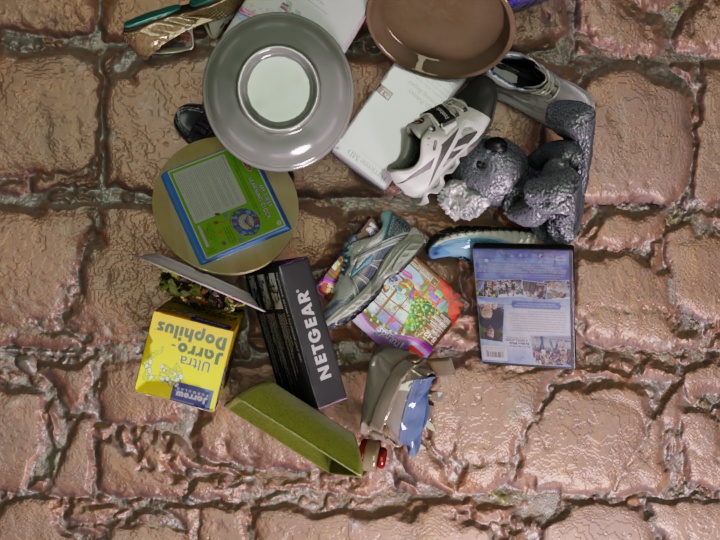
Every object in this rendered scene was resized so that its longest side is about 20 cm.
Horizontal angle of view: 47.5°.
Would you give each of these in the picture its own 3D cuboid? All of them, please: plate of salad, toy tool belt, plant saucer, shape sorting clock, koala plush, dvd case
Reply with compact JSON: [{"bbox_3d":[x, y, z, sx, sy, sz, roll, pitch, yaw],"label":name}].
[{"bbox_3d":[-0.224,0.026,1.119,0.197,0.200,0.049,24,84,-5],"label":"plate of salad"},{"bbox_3d":[0.065,0.209,1.175,0.121,0.125,0.204,11,107,10],"label":"toy tool belt"},{"bbox_3d":[0.105,-0.328,1.064,0.197,0.201,0.030,17,63,-5],"label":"plant saucer"},{"bbox_3d":[-0.104,-0.229,1.041,0.196,0.050,0.204,0,95,-5],"label":"plant saucer"},{"bbox_3d":[-0.091,0.218,1.156,0.198,0.200,0.048,33,72,-6],"label":"plant saucer"},{"bbox_3d":[-0.182,-0.089,1.111,0.196,0.039,0.204,3,71,-8],"label":"shape sorting clock"},{"bbox_3d":[0.216,-0.129,1.153,0.197,0.185,0.179,10,60,19],"label":"koala plush"},{"bbox_3d":[0.238,0.053,1.181,0.140,0.018,0.203,2,120,19],"label":"dvd case"}]

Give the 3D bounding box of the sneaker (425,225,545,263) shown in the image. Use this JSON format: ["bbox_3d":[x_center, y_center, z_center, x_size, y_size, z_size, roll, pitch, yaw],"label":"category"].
[{"bbox_3d":[0.194,-0.018,1.211,0.196,0.078,0.092,3,97,-4],"label":"sneaker"}]

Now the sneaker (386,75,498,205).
[{"bbox_3d":[0.111,-0.193,1.125,0.088,0.074,0.201,33,92,-38],"label":"sneaker"}]

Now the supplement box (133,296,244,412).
[{"bbox_3d":[-0.229,0.107,1.125,0.107,0.200,0.111,14,93,-6],"label":"supplement box"}]

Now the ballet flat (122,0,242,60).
[{"bbox_3d":[-0.239,-0.356,1.169,0.197,0.071,0.066,-21,123,0],"label":"ballet flat"}]

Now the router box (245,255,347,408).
[{"bbox_3d":[-0.094,0.087,1.157,0.050,0.149,0.203,-18,96,-25],"label":"router box"}]

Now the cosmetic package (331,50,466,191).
[{"bbox_3d":[0.053,-0.224,1.187,0.101,0.074,0.201,35,90,-5],"label":"cosmetic package"}]

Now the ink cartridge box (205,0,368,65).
[{"bbox_3d":[-0.099,-0.316,1.132,0.144,0.145,0.201,34,92,-7],"label":"ink cartridge box"}]

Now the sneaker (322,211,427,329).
[{"bbox_3d":[0.000,0.000,1.168,0.086,0.078,0.200,45,83,6],"label":"sneaker"}]

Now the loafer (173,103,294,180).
[{"bbox_3d":[-0.181,-0.179,1.176,0.198,0.063,0.073,33,90,-6],"label":"loafer"}]

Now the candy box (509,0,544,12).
[{"bbox_3d":[0.234,-0.415,1.122,0.167,0.200,0.078,-22,96,-3],"label":"candy box"}]

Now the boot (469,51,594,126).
[{"bbox_3d":[0.258,-0.261,1.187,0.197,0.096,0.075,16,93,-5],"label":"boot"}]

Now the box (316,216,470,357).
[{"bbox_3d":[0.047,0.036,1.221,0.199,0.039,0.137,40,91,-6],"label":"box"}]
